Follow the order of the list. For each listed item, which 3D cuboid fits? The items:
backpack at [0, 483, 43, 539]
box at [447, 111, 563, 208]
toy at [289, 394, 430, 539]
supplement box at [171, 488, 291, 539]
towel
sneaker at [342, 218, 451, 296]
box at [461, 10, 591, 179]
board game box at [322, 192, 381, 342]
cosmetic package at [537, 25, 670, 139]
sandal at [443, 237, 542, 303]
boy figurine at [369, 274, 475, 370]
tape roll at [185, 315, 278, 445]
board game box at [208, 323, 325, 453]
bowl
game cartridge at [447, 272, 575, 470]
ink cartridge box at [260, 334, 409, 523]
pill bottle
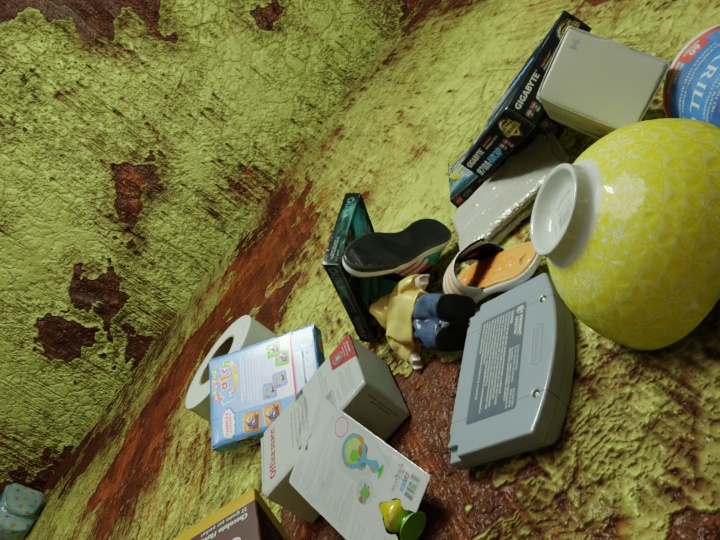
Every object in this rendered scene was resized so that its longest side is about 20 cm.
[{"bbox_3d":[-1.389,0.976,2.518,0.153,0.175,0.201,-48,23,25],"label":"backpack"},{"bbox_3d":[0.224,-0.196,1.003,0.200,0.038,0.137,-42,22,29],"label":"box"},{"bbox_3d":[0.002,0.235,0.700,0.199,0.047,0.116,23,93,53],"label":"toy"},{"bbox_3d":[-0.086,0.336,0.505,0.132,0.199,0.200,-30,19,-5],"label":"supplement box"},{"bbox_3d":[0.209,-0.105,0.886,0.200,0.034,0.133,-45,20,24],"label":"towel"},{"bbox_3d":[0.042,-0.001,0.927,0.199,0.084,0.122,-18,-38,-38],"label":"sneaker"},{"bbox_3d":[0.219,-0.229,0.853,0.160,0.046,0.200,-58,0,-12],"label":"box"},{"bbox_3d":[0.000,0.000,0.961,0.028,0.201,0.136,1,53,20],"label":"board game box"},{"bbox_3d":[0.257,-0.189,0.672,0.072,0.104,0.200,-67,-17,15],"label":"cosmetic package"},{"bbox_3d":[0.151,-0.009,0.779,0.080,0.059,0.207,-58,9,-23],"label":"sandal"},{"bbox_3d":[0.073,0.068,0.838,0.200,0.064,0.126,177,95,-67],"label":"boy figurine"},{"bbox_3d":[-0.215,0.205,1.176,0.203,0.139,0.203,-45,21,23],"label":"tape roll"},{"bbox_3d":[-0.148,0.188,0.995,0.198,0.037,0.153,-19,58,14],"label":"board game box"},{"bbox_3d":[0.212,-0.041,0.539,0.200,0.106,0.203,-168,90,-82],"label":"bowl"},{"bbox_3d":[0.158,0.100,0.647,0.133,0.041,0.201,-29,30,41],"label":"game cartridge"},{"bbox_3d":[-0.041,0.209,0.844,0.200,0.083,0.147,-50,19,9],"label":"ink cartridge box"},{"bbox_3d":[0.340,-0.131,0.505,0.112,0.112,0.201,-46,20,19],"label":"pill bottle"}]
